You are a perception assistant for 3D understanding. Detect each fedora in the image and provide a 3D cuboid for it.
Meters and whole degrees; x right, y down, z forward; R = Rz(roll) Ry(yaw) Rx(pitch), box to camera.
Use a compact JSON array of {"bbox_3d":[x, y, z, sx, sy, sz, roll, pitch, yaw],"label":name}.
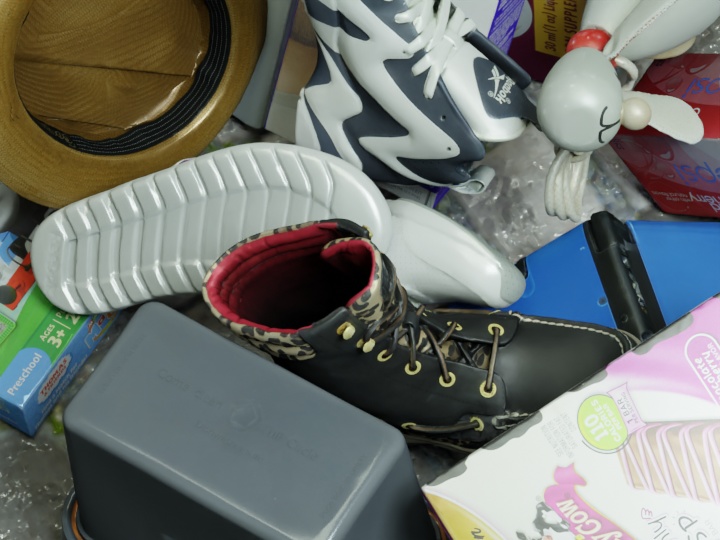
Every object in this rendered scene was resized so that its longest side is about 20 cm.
[{"bbox_3d":[-0.145,-0.130,1.444,0.200,0.201,0.082,-39,44,-17],"label":"fedora"}]

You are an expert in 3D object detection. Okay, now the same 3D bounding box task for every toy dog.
[{"bbox_3d":[0.159,-0.121,1.387,0.096,0.132,0.201,10,59,16],"label":"toy dog"}]

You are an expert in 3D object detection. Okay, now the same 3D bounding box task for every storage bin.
[{"bbox_3d":[-0.063,0.114,1.349,0.199,0.135,0.146,27,65,20],"label":"storage bin"}]

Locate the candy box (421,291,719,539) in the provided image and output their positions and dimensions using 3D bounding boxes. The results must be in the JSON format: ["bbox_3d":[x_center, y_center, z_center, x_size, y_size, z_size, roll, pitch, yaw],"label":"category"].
[{"bbox_3d":[0.146,0.107,1.285,0.199,0.061,0.137,-33,83,-1],"label":"candy box"}]

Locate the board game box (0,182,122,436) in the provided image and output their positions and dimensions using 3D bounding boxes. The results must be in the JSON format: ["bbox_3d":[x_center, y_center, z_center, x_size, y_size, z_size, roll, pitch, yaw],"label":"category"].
[{"bbox_3d":[-0.222,-0.017,1.498,0.199,0.037,0.152,26,65,19],"label":"board game box"}]

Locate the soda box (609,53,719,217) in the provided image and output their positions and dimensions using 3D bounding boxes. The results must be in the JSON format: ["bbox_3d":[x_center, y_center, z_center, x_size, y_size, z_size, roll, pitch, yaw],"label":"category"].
[{"bbox_3d":[0.223,-0.068,1.407,0.199,0.070,0.064,6,54,52],"label":"soda box"}]

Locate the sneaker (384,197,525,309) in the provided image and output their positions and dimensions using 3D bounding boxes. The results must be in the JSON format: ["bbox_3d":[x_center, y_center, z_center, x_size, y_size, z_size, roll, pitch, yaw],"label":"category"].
[{"bbox_3d":[0.000,0.000,1.442,0.199,0.070,0.081,15,75,37],"label":"sneaker"}]

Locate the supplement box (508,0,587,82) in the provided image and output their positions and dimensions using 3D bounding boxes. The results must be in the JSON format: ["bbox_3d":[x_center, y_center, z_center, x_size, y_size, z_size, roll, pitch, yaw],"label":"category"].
[{"bbox_3d":[0.057,-0.200,1.524,0.199,0.131,0.104,19,62,17],"label":"supplement box"}]

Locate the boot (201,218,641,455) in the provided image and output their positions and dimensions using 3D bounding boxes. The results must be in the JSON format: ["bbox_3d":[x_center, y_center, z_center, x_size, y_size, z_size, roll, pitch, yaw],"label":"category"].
[{"bbox_3d":[0.030,0.033,1.345,0.199,0.151,0.074,1,66,28],"label":"boot"}]

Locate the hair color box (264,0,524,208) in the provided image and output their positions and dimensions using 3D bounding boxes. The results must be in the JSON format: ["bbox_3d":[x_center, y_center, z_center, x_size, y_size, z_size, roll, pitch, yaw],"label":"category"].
[{"bbox_3d":[0.027,-0.143,1.446,0.109,0.201,0.065,26,37,13],"label":"hair color box"}]

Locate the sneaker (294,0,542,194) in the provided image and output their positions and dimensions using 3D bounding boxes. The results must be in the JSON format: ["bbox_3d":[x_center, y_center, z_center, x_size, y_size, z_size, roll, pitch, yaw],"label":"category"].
[{"bbox_3d":[0.038,-0.118,1.363,0.129,0.200,0.080,19,37,16],"label":"sneaker"}]

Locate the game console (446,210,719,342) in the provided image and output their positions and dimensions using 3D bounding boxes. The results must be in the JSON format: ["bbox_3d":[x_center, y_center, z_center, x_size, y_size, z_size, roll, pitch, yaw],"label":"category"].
[{"bbox_3d":[0.157,0.081,1.415,0.170,0.118,0.201,-31,56,23],"label":"game console"}]

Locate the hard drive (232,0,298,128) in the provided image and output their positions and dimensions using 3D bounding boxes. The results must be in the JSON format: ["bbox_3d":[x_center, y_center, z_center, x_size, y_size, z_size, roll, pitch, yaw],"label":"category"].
[{"bbox_3d":[-0.078,-0.194,1.499,0.132,0.201,0.026,36,42,23],"label":"hard drive"}]

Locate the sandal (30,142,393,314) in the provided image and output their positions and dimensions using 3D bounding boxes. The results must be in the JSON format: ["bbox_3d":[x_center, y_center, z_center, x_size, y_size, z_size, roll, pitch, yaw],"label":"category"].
[{"bbox_3d":[-0.077,-0.025,1.424,0.201,0.050,0.083,-5,99,18],"label":"sandal"}]
